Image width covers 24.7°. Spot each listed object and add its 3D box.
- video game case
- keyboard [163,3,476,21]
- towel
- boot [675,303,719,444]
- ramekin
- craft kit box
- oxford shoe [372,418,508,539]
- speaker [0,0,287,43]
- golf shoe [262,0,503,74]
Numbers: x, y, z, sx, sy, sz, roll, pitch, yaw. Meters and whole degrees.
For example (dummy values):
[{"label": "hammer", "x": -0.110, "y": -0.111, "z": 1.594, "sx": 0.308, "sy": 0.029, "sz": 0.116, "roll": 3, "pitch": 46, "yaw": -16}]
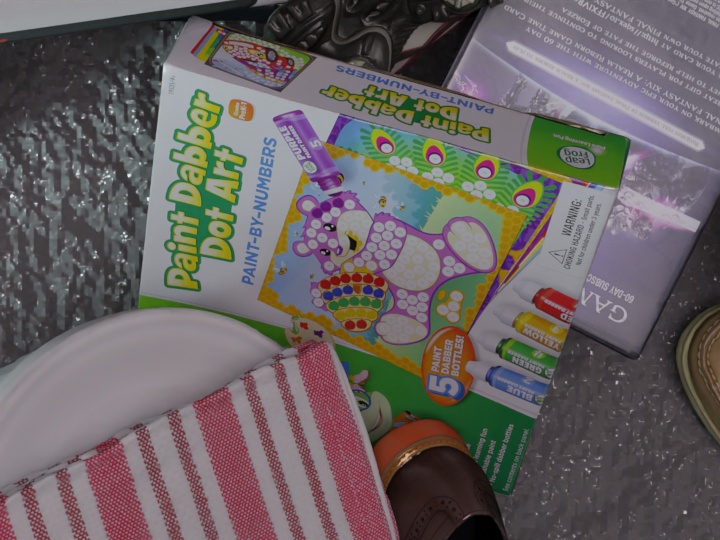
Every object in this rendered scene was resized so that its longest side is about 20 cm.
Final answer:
[{"label": "video game case", "x": 0.112, "y": -0.079, "z": 0.775, "sx": 0.143, "sy": 0.019, "sz": 0.200, "roll": 27, "pitch": 90, "yaw": -6}, {"label": "keyboard", "x": -0.036, "y": -0.141, "z": 0.829, "sx": 0.200, "sy": 0.021, "sz": 0.127, "roll": -2, "pitch": 91, "yaw": -5}, {"label": "towel", "x": -0.070, "y": 0.128, "z": 0.681, "sx": 0.200, "sy": 0.030, "sz": 0.147, "roll": -24, "pitch": 103, "yaw": -33}, {"label": "boot", "x": 0.247, "y": 0.097, "z": 0.795, "sx": 0.072, "sy": 0.155, "sz": 0.200, "roll": -42, "pitch": 95, "yaw": -4}, {"label": "ramekin", "x": -0.106, "y": 0.118, "z": 0.729, "sx": 0.202, "sy": 0.094, "sz": 0.203, "roll": 3, "pitch": 85, "yaw": -35}, {"label": "craft kit box", "x": 0.000, "y": 0.000, "z": 0.750, "sx": 0.197, "sy": 0.049, "sz": 0.200, "roll": 17, "pitch": 132, "yaw": 6}, {"label": "oxford shoe", "x": 0.044, "y": 0.169, "z": 0.783, "sx": 0.071, "sy": 0.073, "sz": 0.200, "roll": -23, "pitch": 126, "yaw": -15}, {"label": "speaker", "x": -0.123, "y": -0.135, "z": 0.659, "sx": 0.200, "sy": 0.081, "sz": 0.081, "roll": -14, "pitch": 93, "yaw": -29}, {"label": "golf shoe", "x": 0.023, "y": -0.139, "z": 0.752, "sx": 0.200, "sy": 0.088, "sz": 0.077, "roll": -39, "pitch": 99, "yaw": 19}]
